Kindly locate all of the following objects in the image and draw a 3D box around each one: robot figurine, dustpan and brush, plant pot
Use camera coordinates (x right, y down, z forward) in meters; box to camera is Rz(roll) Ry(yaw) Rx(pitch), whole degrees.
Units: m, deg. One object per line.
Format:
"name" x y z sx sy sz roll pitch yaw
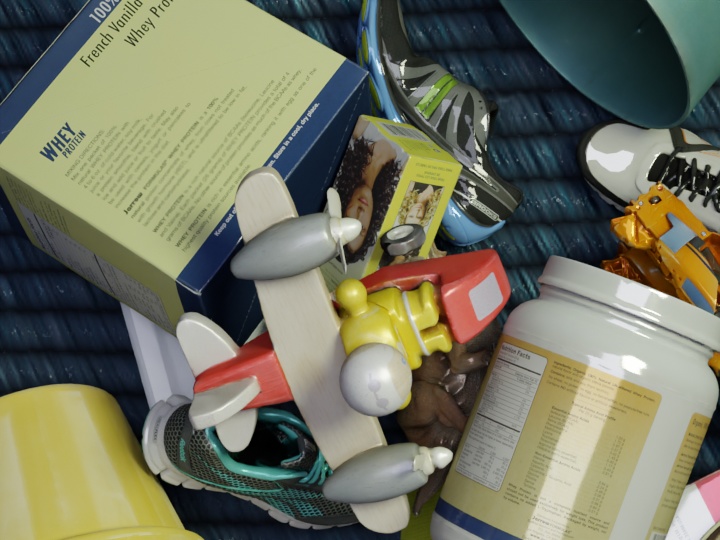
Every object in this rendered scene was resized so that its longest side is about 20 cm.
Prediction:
"robot figurine" 0.247 0.042 1.194 0.058 0.145 0.200 -33 69 -11
"dustpan and brush" -0.074 0.012 1.277 0.198 0.057 0.141 -15 75 -10
"plant pot" -0.209 0.192 1.220 0.199 0.201 0.190 -23 64 5
"plant pot" 0.204 -0.225 1.208 0.161 0.201 0.201 -43 79 -13

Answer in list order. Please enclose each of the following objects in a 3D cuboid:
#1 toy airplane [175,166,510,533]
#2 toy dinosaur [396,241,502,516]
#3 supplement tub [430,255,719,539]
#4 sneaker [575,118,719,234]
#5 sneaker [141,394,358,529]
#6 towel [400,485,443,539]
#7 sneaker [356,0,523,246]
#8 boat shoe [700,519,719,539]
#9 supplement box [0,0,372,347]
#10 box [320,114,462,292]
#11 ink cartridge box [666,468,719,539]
"toy airplane" -0.017 0.055 1.096 0.199 0.141 0.200 21 100 -23
"toy dinosaur" 0.056 0.071 1.225 0.135 0.086 0.202 9 81 39
"supplement tub" 0.141 0.105 1.111 0.143 0.144 0.201 21 89 10
"sneaker" 0.246 -0.060 1.234 0.199 0.080 0.074 22 88 11
"sneaker" -0.048 0.134 1.211 0.199 0.091 0.078 14 75 -28
"towel" 0.057 0.229 1.194 0.086 0.018 0.201 -26 48 34
"sneaker" 0.055 -0.116 1.279 0.082 0.071 0.201 -26 81 -10
"boat shoe" 0.270 0.172 1.120 0.075 0.075 0.203 41 88 12
"supplement box" -0.125 -0.081 1.226 0.199 0.134 0.201 31 70 16
"box" 0.000 0.000 1.211 0.075 0.050 0.201 42 118 50
"ink cartridge box" 0.209 0.236 1.201 0.199 0.083 0.146 -26 79 4
